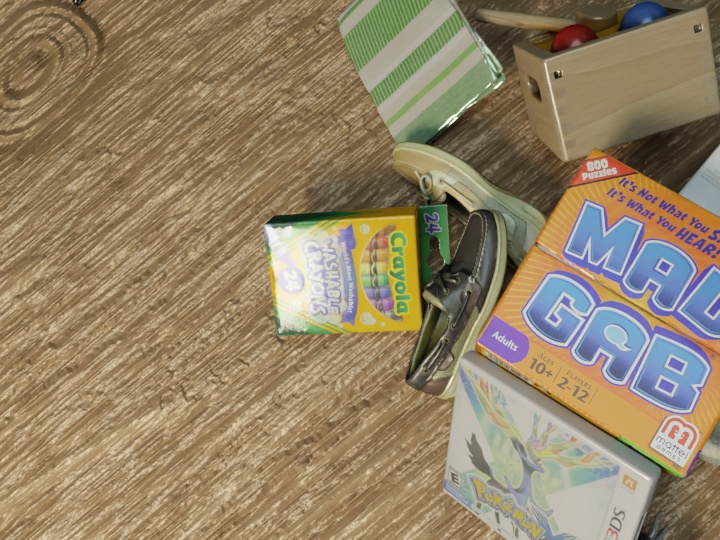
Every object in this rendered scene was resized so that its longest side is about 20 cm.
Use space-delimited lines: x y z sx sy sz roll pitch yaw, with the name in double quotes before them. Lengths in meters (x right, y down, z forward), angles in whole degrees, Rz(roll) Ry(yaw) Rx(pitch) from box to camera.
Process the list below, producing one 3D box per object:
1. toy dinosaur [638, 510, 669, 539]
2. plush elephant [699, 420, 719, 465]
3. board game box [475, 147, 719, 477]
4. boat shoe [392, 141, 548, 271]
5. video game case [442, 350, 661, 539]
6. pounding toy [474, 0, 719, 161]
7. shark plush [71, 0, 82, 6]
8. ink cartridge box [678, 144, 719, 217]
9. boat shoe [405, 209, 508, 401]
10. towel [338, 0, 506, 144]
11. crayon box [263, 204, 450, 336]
"toy dinosaur" 0.263 0.344 0.728 0.100 0.077 0.204 -14 72 21
"plush elephant" 0.422 0.096 0.703 0.161 0.155 0.204 13 80 8
"board game box" 0.245 0.048 0.723 0.198 0.200 0.202 32 86 15
"boat shoe" 0.113 -0.073 0.839 0.199 0.073 0.064 33 81 7
"video game case" 0.164 0.196 0.707 0.022 0.185 0.199 -26 43 -36
"pounding toy" 0.235 -0.222 0.794 0.180 0.201 0.145 -17 111 6
"shark plush" -0.387 -0.437 1.022 0.083 0.092 0.200 -33 53 -17
"ink cartridge box" 0.374 -0.107 0.751 0.047 0.160 0.200 42 88 16
"boat shoe" 0.096 0.033 0.781 0.065 0.072 0.205 12 96 -20
"towel" 0.062 -0.256 0.881 0.152 0.023 0.203 -36 75 29
"crayon box" 0.000 0.000 0.829 0.195 0.052 0.129 -3 105 9
